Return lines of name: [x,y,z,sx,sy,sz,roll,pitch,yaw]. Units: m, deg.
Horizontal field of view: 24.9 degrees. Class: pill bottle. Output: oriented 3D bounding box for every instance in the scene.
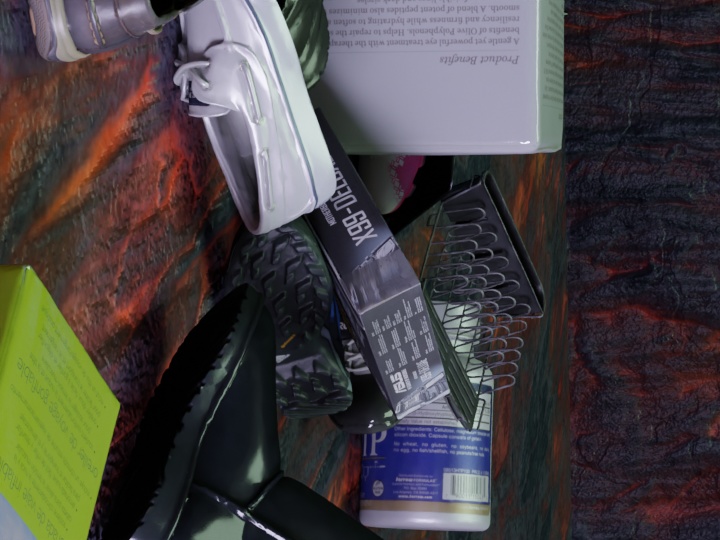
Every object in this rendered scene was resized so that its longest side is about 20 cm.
pill bottle: [0.061,0.133,1.476,0.120,0.119,0.201,40,51,-73]

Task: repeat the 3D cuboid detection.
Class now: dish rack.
dish rack: [0.098,0.030,1.390,0.154,0.054,0.200,61,29,-29]

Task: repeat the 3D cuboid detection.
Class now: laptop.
laptop: [0.100,-0.129,1.498,0.103,0.200,0.177,61,-27,3]

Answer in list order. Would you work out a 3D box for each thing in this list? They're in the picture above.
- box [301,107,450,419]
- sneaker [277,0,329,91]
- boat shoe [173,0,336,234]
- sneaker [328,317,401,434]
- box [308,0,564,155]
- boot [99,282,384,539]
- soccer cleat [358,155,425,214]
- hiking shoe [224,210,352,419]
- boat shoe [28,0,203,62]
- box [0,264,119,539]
box: [0.000,0.000,1.173,0.158,0.050,0.200,61,-4,26]
sneaker: [-0.051,-0.216,1.093,0.091,0.076,0.201,53,37,-59]
boat shoe: [-0.077,-0.114,0.980,0.065,0.074,0.200,-35,113,-26]
sneaker: [0.002,0.048,1.336,0.200,0.074,0.089,-88,171,-54]
box: [0.052,-0.174,1.249,0.200,0.198,0.172,-16,106,-77]
boot: [-0.045,0.127,0.924,0.168,0.076,0.200,36,47,-21]
soccer cleat: [0.017,-0.152,1.431,0.086,0.070,0.201,10,92,-40]
hiking shoe: [-0.054,0.018,1.119,0.200,0.074,0.087,81,-2,-49]
boat shoe: [-0.106,-0.159,0.844,0.200,0.073,0.075,-69,156,-56]
box: [-0.158,0.113,0.680,0.122,0.048,0.200,70,24,-54]
